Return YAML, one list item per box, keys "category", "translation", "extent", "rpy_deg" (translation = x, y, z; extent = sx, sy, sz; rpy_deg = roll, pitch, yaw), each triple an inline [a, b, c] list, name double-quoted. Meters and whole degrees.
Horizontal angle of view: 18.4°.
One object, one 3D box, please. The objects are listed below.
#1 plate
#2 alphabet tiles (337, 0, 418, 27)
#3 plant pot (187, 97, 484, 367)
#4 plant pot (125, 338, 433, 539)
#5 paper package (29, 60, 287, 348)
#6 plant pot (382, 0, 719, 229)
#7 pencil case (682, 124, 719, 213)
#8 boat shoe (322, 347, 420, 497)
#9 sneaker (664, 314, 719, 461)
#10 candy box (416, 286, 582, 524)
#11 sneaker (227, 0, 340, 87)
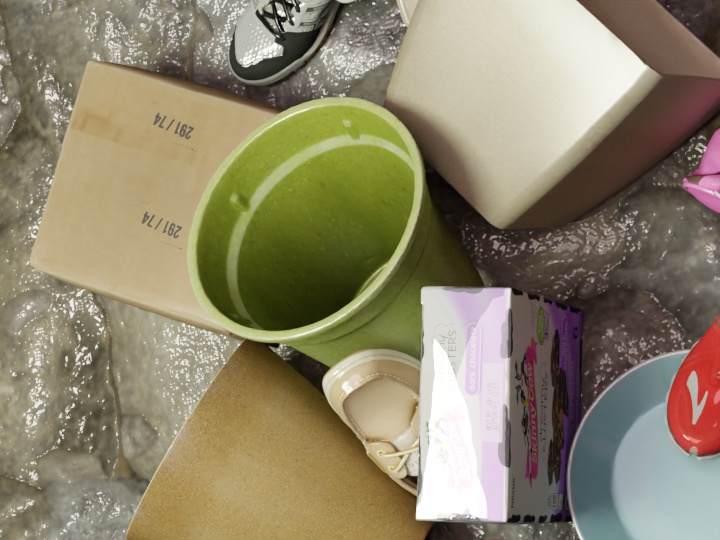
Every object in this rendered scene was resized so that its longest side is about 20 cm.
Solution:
- category: "plate"
  translation: [0.255, 0.159, 1.670]
  extent: [0.199, 0.026, 0.201]
  rpy_deg: [-3, 75, 13]
- category: "alphabet tiles"
  translation: [0.053, -0.297, 1.753]
  extent: [0.195, 0.015, 0.201]
  rpy_deg: [-20, 102, -7]
- category: "plant pot"
  translation: [0.000, 0.000, 1.695]
  extent: [0.200, 0.184, 0.201]
  rpy_deg: [-15, 57, 24]
- category: "plant pot"
  translation: [-0.050, 0.181, 1.731]
  extent: [0.200, 0.186, 0.187]
  rpy_deg: [32, 96, 3]
- category: "paper package"
  translation: [-0.143, -0.057, 1.817]
  extent: [0.199, 0.103, 0.191]
  rpy_deg: [16, 89, 22]
- category: "plant pot"
  translation: [0.137, -0.140, 1.681]
  extent: [0.200, 0.200, 0.177]
  rpy_deg: [44, 111, 19]
- category: "pencil case"
  translation: [0.320, -0.129, 1.653]
  extent: [0.091, 0.094, 0.201]
  rpy_deg: [28, 94, 21]
- category: "boat shoe"
  translation: [0.040, 0.124, 1.671]
  extent: [0.074, 0.200, 0.069]
  rpy_deg: [-35, 52, 11]
- category: "sneaker"
  translation: [0.286, 0.045, 1.634]
  extent: [0.077, 0.085, 0.200]
  rpy_deg: [31, 83, 20]
- category: "candy box"
  translation: [0.106, 0.103, 1.652]
  extent: [0.071, 0.200, 0.169]
  rpy_deg: [0, 85, 20]
- category: "sneaker"
  translation: [-0.047, -0.238, 1.808]
  extent: [0.076, 0.088, 0.200]
  rpy_deg: [45, 101, 18]
